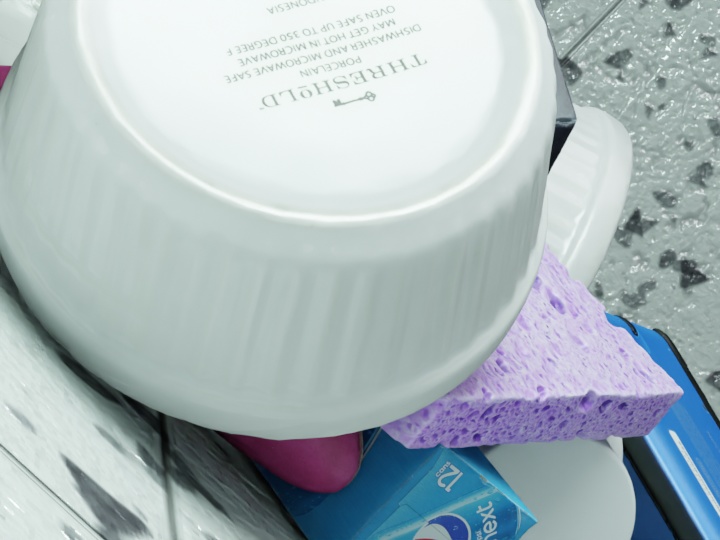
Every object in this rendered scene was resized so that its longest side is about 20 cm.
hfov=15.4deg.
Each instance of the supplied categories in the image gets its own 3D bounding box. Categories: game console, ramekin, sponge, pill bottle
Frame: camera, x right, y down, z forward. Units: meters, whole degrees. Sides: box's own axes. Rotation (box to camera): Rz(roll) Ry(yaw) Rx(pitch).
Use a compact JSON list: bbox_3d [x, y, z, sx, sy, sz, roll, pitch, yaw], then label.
[{"bbox_3d":[0.135,0.135,1.243,0.170,0.118,0.201,19,37,-60],"label":"game console"},{"bbox_3d":[0.055,-0.019,1.469,0.094,0.203,0.202,31,8,-16],"label":"ramekin"},{"bbox_3d":[-0.025,-0.053,0.898,0.202,0.202,0.094,46,-32,19],"label":"ramekin"},{"bbox_3d":[0.039,0.017,1.009,0.112,0.030,0.200,50,21,23],"label":"sponge"},{"bbox_3d":[0.047,0.068,1.148,0.111,0.111,0.200,43,5,-24],"label":"pill bottle"}]

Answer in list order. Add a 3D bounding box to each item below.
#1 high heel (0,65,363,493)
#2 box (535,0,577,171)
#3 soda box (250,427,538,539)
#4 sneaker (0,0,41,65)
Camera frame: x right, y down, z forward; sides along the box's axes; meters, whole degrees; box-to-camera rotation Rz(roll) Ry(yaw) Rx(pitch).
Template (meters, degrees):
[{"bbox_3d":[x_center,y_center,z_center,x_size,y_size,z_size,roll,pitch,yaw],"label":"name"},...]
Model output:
[{"bbox_3d":[-0.080,0.004,0.957,0.201,0.067,0.096,56,28,16],"label":"high heel"},{"bbox_3d":[-0.025,-0.114,1.182,0.104,0.181,0.201,115,-33,-57],"label":"box"},{"bbox_3d":[-0.015,0.049,1.040,0.068,0.064,0.200,40,6,-41],"label":"soda box"},{"bbox_3d":[-0.165,-0.131,1.190,0.200,0.087,0.074,49,5,36],"label":"sneaker"}]
